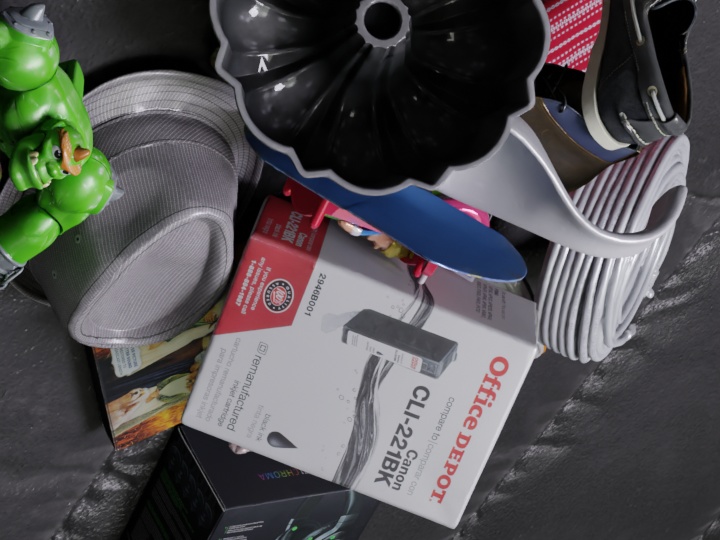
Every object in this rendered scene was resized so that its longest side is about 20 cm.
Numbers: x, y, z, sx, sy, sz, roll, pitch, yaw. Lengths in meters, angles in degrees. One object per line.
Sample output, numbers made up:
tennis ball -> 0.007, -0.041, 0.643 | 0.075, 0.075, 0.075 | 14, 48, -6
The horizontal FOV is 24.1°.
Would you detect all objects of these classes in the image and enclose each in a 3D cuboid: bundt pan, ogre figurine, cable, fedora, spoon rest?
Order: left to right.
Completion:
ogre figurine -> -0.211, -0.078, 0.951 | 0.119, 0.098, 0.201 | -19, 114, -2
fedora -> -0.136, -0.022, 1.067 | 0.176, 0.091, 0.200 | 16, 127, -44
bundt pan -> 0.007, -0.141, 0.993 | 0.201, 0.203, 0.076 | -29, -178, -9
spoon rest -> 0.115, -0.058, 1.097 | 0.199, 0.061, 0.099 | 19, 150, -12
cable -> 0.198, -0.025, 1.327 | 0.200, 0.069, 0.201 | -30, 140, -64

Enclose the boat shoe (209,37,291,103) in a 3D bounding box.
boat shoe -> -0.012, -0.126, 1.096 | 0.199, 0.072, 0.072 | 18, 97, -43

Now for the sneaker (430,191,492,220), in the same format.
sneaker -> 0.050, -0.037, 1.235 | 0.070, 0.083, 0.200 | -15, 142, -25

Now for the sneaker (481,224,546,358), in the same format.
sneaker -> 0.092, 0.033, 1.374 | 0.091, 0.076, 0.200 | -28, 145, -2

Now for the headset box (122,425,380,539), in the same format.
headset box -> -0.093, 0.211, 1.410 | 0.173, 0.093, 0.201 | -4, 136, -38

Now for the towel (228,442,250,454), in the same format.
towel -> 0.011, 0.079, 1.263 | 0.198, 0.032, 0.191 | -18, -177, 14

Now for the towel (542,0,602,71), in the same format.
towel -> 0.146, -0.154, 1.231 | 0.144, 0.023, 0.200 | -32, 146, -7

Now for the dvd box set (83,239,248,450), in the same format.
dvd box set -> -0.105, 0.046, 1.250 | 0.199, 0.029, 0.147 | -23, 144, -18

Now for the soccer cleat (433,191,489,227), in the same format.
soccer cleat -> 0.000, 0.000, 1.182 | 0.200, 0.087, 0.070 | -39, 123, 14

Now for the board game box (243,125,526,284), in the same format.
board game box -> 0.008, -0.030, 1.059 | 0.039, 0.199, 0.158 | -62, 168, 16

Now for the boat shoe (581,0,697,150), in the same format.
boat shoe -> 0.197, -0.178, 1.109 | 0.072, 0.202, 0.067 | 23, 158, -39

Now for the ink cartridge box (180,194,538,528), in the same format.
ink cartridge box -> 0.002, 0.061, 1.107 | 0.199, 0.084, 0.145 | 21, 111, -4

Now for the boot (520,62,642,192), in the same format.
boot -> 0.106, -0.128, 1.124 | 0.096, 0.075, 0.200 | -19, 132, 31
